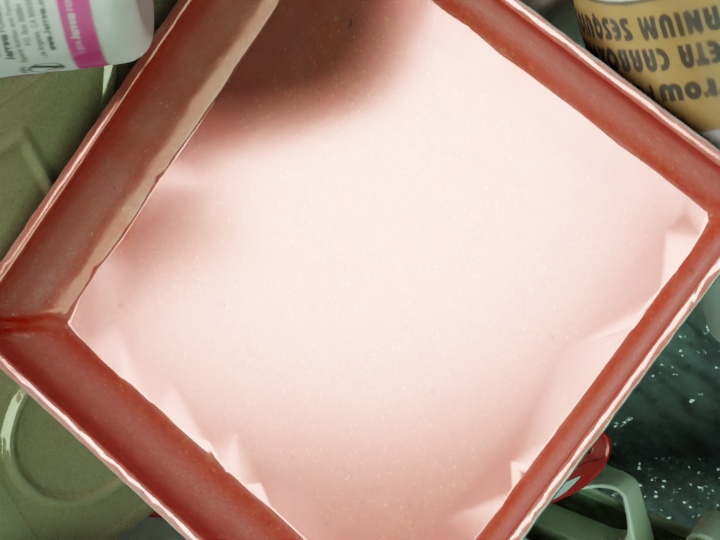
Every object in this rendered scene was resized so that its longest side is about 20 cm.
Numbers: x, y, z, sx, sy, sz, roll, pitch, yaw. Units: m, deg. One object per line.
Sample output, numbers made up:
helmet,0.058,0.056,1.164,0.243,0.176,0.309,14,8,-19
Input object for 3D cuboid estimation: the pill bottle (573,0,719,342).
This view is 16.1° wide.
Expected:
pill bottle,0.127,-0.082,0.800,0.114,0.114,0.200,-16,107,7

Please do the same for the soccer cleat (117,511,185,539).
soccer cleat,-0.140,0.050,0.957,0.200,0.068,0.073,16,106,-15

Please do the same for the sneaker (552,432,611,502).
sneaker,0.051,0.026,0.913,0.115,0.078,0.200,-8,145,-38

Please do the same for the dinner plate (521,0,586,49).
dinner plate,0.098,-0.057,0.895,0.200,0.024,0.200,-7,126,-9

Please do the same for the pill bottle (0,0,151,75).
pill bottle,-0.169,-0.110,0.778,0.200,0.113,0.114,-6,129,0

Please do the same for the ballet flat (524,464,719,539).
ballet flat,0.112,0.113,0.978,0.200,0.069,0.070,19,133,23

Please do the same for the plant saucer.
plant saucer,0.000,0.000,0.804,0.200,0.200,0.037,-55,157,10

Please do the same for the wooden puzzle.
wooden puzzle,-0.089,-0.004,0.890,0.200,0.046,0.185,-34,127,-12
